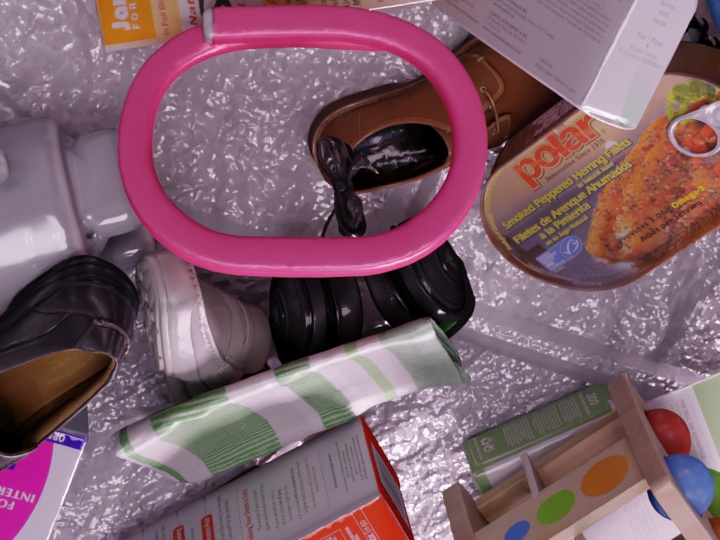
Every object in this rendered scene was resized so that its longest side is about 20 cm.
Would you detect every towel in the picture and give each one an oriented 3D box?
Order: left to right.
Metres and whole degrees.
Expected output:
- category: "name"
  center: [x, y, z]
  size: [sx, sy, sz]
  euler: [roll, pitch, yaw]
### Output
- category: "towel"
  center: [-0.038, 0.080, 1.311]
  size: [0.198, 0.153, 0.024]
  euler: [-19, 75, 7]

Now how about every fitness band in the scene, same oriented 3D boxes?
- category: "fitness band"
  center: [-0.031, -0.069, 1.184]
  size: [0.198, 0.037, 0.145]
  euler: [0, 82, -1]

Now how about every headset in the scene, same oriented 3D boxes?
- category: "headset"
  center: [0.000, 0.000, 1.295]
  size: [0.122, 0.095, 0.200]
  euler: [-17, 157, -1]

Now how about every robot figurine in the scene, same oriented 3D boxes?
- category: "robot figurine"
  center: [-0.219, -0.019, 1.259]
  size: [0.198, 0.114, 0.170]
  euler: [-16, 148, 0]

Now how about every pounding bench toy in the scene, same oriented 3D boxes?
- category: "pounding bench toy"
  center: [0.174, 0.194, 1.362]
  size: [0.155, 0.124, 0.200]
  euler: [-33, 116, 10]

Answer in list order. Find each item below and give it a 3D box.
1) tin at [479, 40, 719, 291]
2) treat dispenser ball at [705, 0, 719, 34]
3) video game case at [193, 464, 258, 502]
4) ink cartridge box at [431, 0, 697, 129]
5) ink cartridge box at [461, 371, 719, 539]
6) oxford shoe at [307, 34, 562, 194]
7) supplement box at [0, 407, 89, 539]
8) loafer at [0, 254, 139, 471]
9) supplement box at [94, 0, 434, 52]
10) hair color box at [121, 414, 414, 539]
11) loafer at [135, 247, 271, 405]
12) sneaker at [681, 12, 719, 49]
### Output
- category: "tin"
  center: [0.152, -0.059, 1.263]
  size: [0.112, 0.042, 0.200]
  euler: [35, 137, -20]
- category: "treat dispenser ball"
  center: [0.285, -0.180, 1.209]
  size: [0.199, 0.201, 0.202]
  euler: [-3, 116, -7]
- category: "video game case"
  center: [-0.113, 0.231, 1.448]
  size: [0.199, 0.019, 0.143]
  euler: [-32, 116, 6]
- category: "ink cartridge box"
  center: [0.134, -0.200, 1.201]
  size: [0.050, 0.161, 0.201]
  euler: [18, 106, -38]
- category: "ink cartridge box"
  center: [0.183, 0.139, 1.431]
  size: [0.199, 0.048, 0.146]
  euler: [-24, 116, 3]
- category: "oxford shoe"
  center: [0.068, -0.093, 1.291]
  size: [0.199, 0.071, 0.072]
  euler: [-27, 115, 3]
- category: "supplement box"
  center: [-0.244, 0.146, 1.342]
  size: [0.100, 0.104, 0.201]
  euler: [16, 114, -17]
- category: "loafer"
  center: [-0.203, 0.075, 1.213]
  size: [0.073, 0.073, 0.200]
  euler: [37, 111, -27]
- category: "supplement box"
  center: [-0.055, -0.203, 1.217]
  size: [0.198, 0.074, 0.127]
  euler: [-10, 117, -3]
- category: "hair color box"
  center: [-0.068, 0.179, 1.364]
  size: [0.199, 0.102, 0.061]
  euler: [-27, 117, 6]
- category: "loafer"
  center: [-0.088, 0.035, 1.286]
  size: [0.069, 0.070, 0.200]
  euler: [-15, 160, -3]
- category: "sneaker"
  center: [0.193, -0.114, 1.283]
  size: [0.087, 0.076, 0.201]
  euler: [7, 129, 25]
